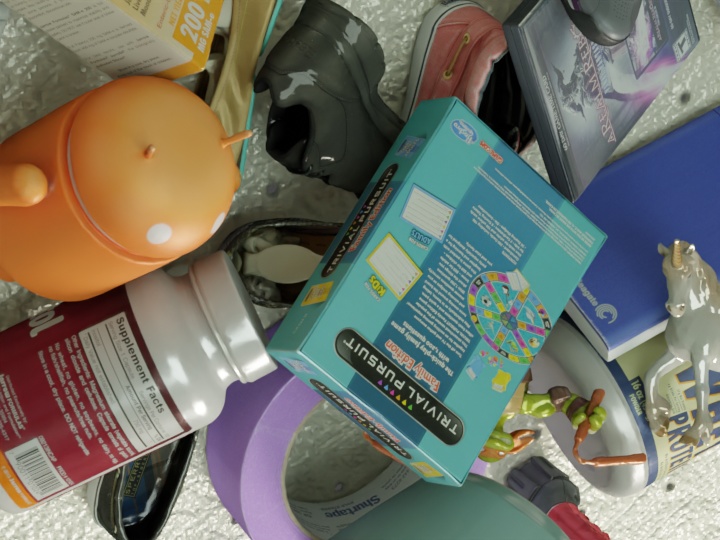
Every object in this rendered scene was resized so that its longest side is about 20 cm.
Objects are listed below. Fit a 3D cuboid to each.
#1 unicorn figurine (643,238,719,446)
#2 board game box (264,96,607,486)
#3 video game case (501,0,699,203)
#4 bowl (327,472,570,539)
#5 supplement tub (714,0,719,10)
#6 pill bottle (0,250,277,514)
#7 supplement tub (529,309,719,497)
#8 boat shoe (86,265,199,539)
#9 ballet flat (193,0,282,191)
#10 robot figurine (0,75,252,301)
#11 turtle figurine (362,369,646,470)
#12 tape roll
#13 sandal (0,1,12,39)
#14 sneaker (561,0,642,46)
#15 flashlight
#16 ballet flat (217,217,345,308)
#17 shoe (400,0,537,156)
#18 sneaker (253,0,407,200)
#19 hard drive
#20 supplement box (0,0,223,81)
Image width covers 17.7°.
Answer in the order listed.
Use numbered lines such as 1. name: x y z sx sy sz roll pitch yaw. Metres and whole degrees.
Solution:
1. unicorn figurine: 0.252 0.055 1.602 0.199 0.074 0.138 10 93 -36
2. board game box: 0.051 0.013 1.495 0.151 0.047 0.200 40 71 -24
3. video game case: 0.168 -0.162 1.581 0.200 0.019 0.143 -51 133 -38
4. bowl: 0.079 0.215 1.606 0.105 0.200 0.201 -52 128 -21
5. supplement tub: 0.351 -0.240 1.637 0.200 0.123 0.123 -33 124 -11
6. pill bottle: -0.160 0.067 1.490 0.199 0.113 0.113 -25 124 1
7. supplement tub: 0.236 0.062 1.705 0.199 0.145 0.145 -28 123 -14
8. boat shoe: -0.132 0.096 1.578 0.068 0.057 0.201 8 109 -31
9. ballet flat: -0.090 -0.141 1.486 0.063 0.069 0.201 9 108 -15
10. robot figurine: -0.156 -0.049 1.411 0.144 0.200 0.117 38 52 -26
11. turtle figurine: 0.104 0.065 1.603 0.199 0.064 0.162 6 90 -4
12. tape roll: -0.007 0.122 1.653 0.199 0.066 0.201 -12 117 -24
13. sandal: -0.251 -0.155 1.394 0.082 0.050 0.204 13 87 -26
14. sneaker: 0.177 -0.248 1.507 0.074 0.087 0.201 17 69 -38
15. flashlight: 0.173 0.200 1.703 0.068 0.200 0.068 -35 124 -8
16. ballet flat: 0.000 0.000 1.541 0.199 0.072 0.072 2 116 5
17. shoe: 0.069 -0.078 1.582 0.071 0.091 0.201 -2 114 -27
18. sneaker: -0.018 -0.088 1.521 0.091 0.076 0.200 -47 138 -18
19. hard drive: 0.224 -0.032 1.665 0.199 0.132 0.025 -28 148 -14
20. supplement box: -0.167 -0.213 1.368 0.200 0.073 0.126 34 59 -36
